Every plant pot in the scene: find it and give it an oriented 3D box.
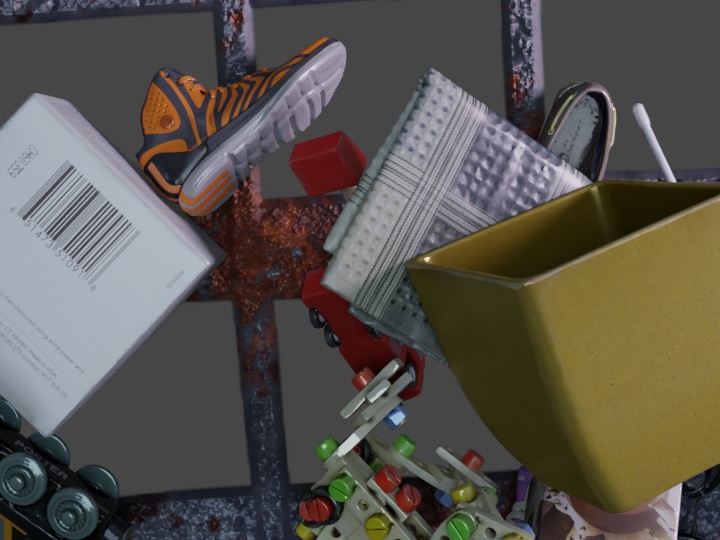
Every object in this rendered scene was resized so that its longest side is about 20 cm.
[{"bbox_3d":[0.178,0.059,1.013,0.193,0.195,0.202,-22,103,-19],"label":"plant pot"}]

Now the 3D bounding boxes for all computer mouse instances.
[{"bbox_3d":[0.279,0.221,1.147,0.058,0.034,0.202,13,123,20],"label":"computer mouse"}]

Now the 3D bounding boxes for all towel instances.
[{"bbox_3d":[0.081,-0.026,1.090,0.192,0.034,0.201,32,78,-17],"label":"towel"}]

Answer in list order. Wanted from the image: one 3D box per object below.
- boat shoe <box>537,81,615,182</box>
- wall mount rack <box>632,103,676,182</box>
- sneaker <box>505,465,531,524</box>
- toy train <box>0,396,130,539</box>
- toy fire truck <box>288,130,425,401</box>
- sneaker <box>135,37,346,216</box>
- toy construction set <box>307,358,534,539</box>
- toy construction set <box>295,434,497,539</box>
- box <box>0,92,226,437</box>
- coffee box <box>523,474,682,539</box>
[{"bbox_3d":[0.167,-0.063,1.162,0.071,0.060,0.202,18,93,-1],"label":"boat shoe"},{"bbox_3d":[0.321,-0.089,1.141,0.199,0.174,0.075,-23,133,1],"label":"wall mount rack"},{"bbox_3d":[0.128,0.233,1.181,0.199,0.073,0.115,-17,86,-6],"label":"sneaker"},{"bbox_3d":[-0.297,0.195,1.174,0.199,0.085,0.114,35,103,-1],"label":"toy train"},{"bbox_3d":[0.000,0.000,1.147,0.048,0.142,0.200,-13,133,25],"label":"toy fire truck"},{"bbox_3d":[-0.110,-0.147,1.151,0.112,0.078,0.200,41,72,20],"label":"sneaker"},{"bbox_3d":[0.037,0.173,1.074,0.131,0.092,0.201,-47,67,28],"label":"toy construction set"},{"bbox_3d":[0.020,0.217,1.164,0.131,0.092,0.200,39,85,23],"label":"toy construction set"},{"bbox_3d":[-0.251,-0.008,1.133,0.199,0.131,0.200,44,93,-2],"label":"box"},{"bbox_3d":[0.201,0.165,1.122,0.112,0.080,0.202,12,63,-1],"label":"coffee box"}]
